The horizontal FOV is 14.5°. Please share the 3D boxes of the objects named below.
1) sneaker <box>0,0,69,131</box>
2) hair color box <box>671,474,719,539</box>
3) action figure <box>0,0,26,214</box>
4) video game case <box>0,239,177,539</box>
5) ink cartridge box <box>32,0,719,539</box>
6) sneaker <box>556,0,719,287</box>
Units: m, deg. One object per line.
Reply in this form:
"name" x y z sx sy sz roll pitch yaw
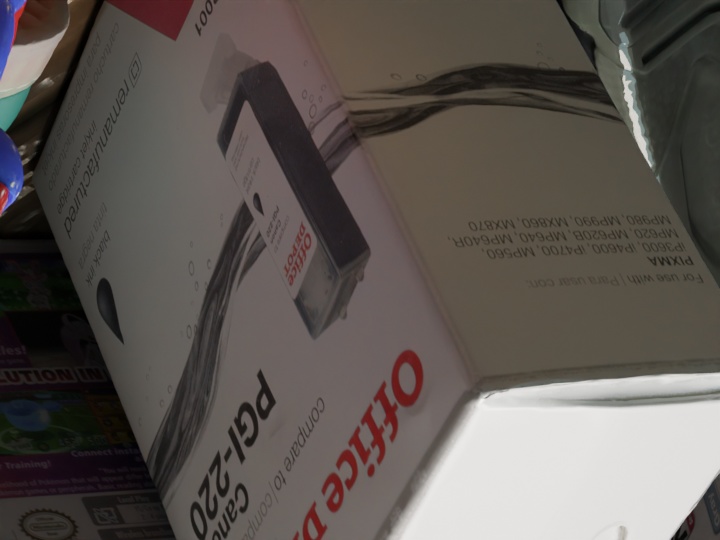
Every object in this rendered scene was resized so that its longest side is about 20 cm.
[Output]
"sneaker" -0.166 -0.040 0.658 0.199 0.071 0.080 0 134 -37
"hair color box" 0.146 0.015 0.825 0.060 0.099 0.201 10 128 -18
"action figure" -0.108 -0.059 0.596 0.099 0.201 0.065 18 137 -8
"video game case" -0.057 0.058 0.764 0.199 0.183 0.023 0 132 -34
"ink cartridge box" 0.000 0.000 0.710 0.084 0.200 0.146 -3 140 -31
"sneaker" 0.055 -0.059 0.786 0.076 0.114 0.200 -33 127 -39
